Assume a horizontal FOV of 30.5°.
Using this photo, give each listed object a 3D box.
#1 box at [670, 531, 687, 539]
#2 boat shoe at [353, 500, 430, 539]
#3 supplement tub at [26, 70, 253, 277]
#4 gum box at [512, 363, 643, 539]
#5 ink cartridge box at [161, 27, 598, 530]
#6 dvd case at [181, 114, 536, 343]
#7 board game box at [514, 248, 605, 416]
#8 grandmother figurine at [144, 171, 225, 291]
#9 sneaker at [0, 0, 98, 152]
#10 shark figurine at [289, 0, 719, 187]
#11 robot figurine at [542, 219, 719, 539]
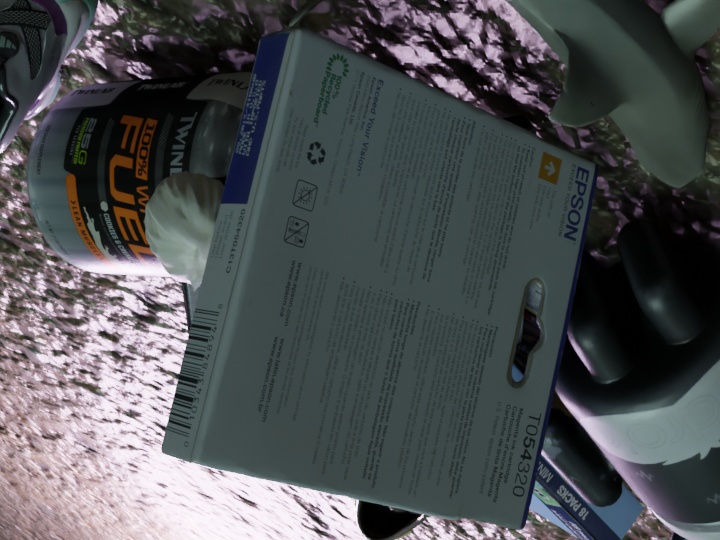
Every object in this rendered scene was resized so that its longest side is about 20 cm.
[{"bbox_3d":[0.315,0.247,0.912,0.194,0.125,0.201,12,147,25],"label":"box"},{"bbox_3d":[0.040,0.178,1.110,0.071,0.061,0.202,28,151,2],"label":"boat shoe"},{"bbox_3d":[-0.097,-0.056,0.799,0.198,0.123,0.123,1,141,38],"label":"supplement tub"},{"bbox_3d":[0.074,0.096,0.896,0.170,0.045,0.199,47,168,-31],"label":"gum box"},{"bbox_3d":[0.017,0.012,0.639,0.198,0.199,0.043,19,171,-35],"label":"ink cartridge box"},{"bbox_3d":[0.000,0.000,0.729,0.025,0.197,0.152,-119,21,-49],"label":"dvd case"},{"bbox_3d":[0.138,0.060,0.864,0.135,0.035,0.200,-10,133,49],"label":"board game box"},{"bbox_3d":[-0.021,0.005,0.673,0.198,0.123,0.060,23,175,-31],"label":"grandmother figurine"},{"bbox_3d":[-0.245,-0.108,0.831,0.077,0.141,0.200,34,151,-10],"label":"sneaker"},{"bbox_3d":[0.081,-0.105,0.603,0.213,0.090,0.128,29,150,-3],"label":"shark figurine"},{"bbox_3d":[0.184,0.065,0.741,0.149,0.126,0.200,-2,137,48],"label":"robot figurine"}]
